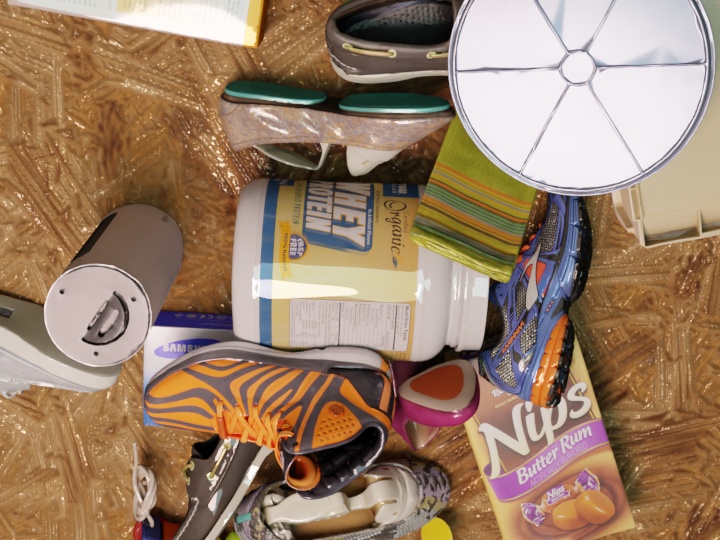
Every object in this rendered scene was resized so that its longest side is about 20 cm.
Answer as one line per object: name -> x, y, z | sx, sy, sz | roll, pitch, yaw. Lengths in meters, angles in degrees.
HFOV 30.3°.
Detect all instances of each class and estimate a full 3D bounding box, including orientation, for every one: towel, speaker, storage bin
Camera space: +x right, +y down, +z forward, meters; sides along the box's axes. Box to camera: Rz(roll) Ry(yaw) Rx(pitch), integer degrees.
towel -> 0.105, -0.090, 1.052 | 0.086, 0.018, 0.200 | 24, 61, -6
speaker -> -0.190, 0.007, 1.056 | 0.081, 0.200, 0.081 | 0, 106, 0
storage bin -> 0.298, -0.138, 1.068 | 0.200, 0.094, 0.199 | -11, 107, 3

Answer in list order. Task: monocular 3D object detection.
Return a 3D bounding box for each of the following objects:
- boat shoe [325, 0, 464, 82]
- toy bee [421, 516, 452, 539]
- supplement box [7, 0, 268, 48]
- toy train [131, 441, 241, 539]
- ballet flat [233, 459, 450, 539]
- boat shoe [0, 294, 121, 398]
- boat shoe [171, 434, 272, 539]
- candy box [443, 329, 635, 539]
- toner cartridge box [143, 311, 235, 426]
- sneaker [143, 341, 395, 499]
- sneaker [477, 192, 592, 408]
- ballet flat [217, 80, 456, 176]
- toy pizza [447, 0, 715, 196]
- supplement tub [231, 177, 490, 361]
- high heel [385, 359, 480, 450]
boat shoe -> 0.073, -0.194, 1.052 | 0.201, 0.061, 0.072 | -10, 73, 3
toy bee -> 0.040, 0.278, 1.199 | 0.200, 0.109, 0.131 | 27, 97, -33
supplement box -> -0.166, -0.256, 1.044 | 0.200, 0.074, 0.126 | 11, 107, -3
toy train -> -0.146, 0.247, 1.194 | 0.115, 0.085, 0.200 | -1, 107, -10
ballet flat -> -0.008, 0.203, 1.151 | 0.200, 0.072, 0.072 | -7, 107, -17
boat shoe -> -0.307, 0.069, 1.151 | 0.200, 0.070, 0.072 | 22, 117, -2
boat shoe -> -0.114, 0.160, 1.128 | 0.061, 0.072, 0.201 | 31, 99, -6
candy box -> 0.157, 0.147, 1.172 | 0.116, 0.056, 0.200 | -18, 104, 6
toner cartridge box -> -0.088, 0.091, 1.162 | 0.199, 0.043, 0.095 | 3, 106, -1
sneaker -> -0.074, 0.116, 1.018 | 0.200, 0.112, 0.078 | -6, 130, 7
sneaker -> 0.143, 0.010, 1.097 | 0.078, 0.075, 0.200 | 9, 75, 17
ballet flat -> -0.019, -0.114, 1.083 | 0.200, 0.068, 0.067 | 8, 113, 18
toy pizza -> 0.166, -0.155, 1.005 | 0.200, 0.032, 0.201 | 5, 109, 14
supplement tub -> 0.000, 0.000, 1.082 | 0.199, 0.145, 0.145 | 2, 107, -1
high heel -> 0.066, 0.122, 1.094 | 0.067, 0.200, 0.096 | -20, 101, -7
